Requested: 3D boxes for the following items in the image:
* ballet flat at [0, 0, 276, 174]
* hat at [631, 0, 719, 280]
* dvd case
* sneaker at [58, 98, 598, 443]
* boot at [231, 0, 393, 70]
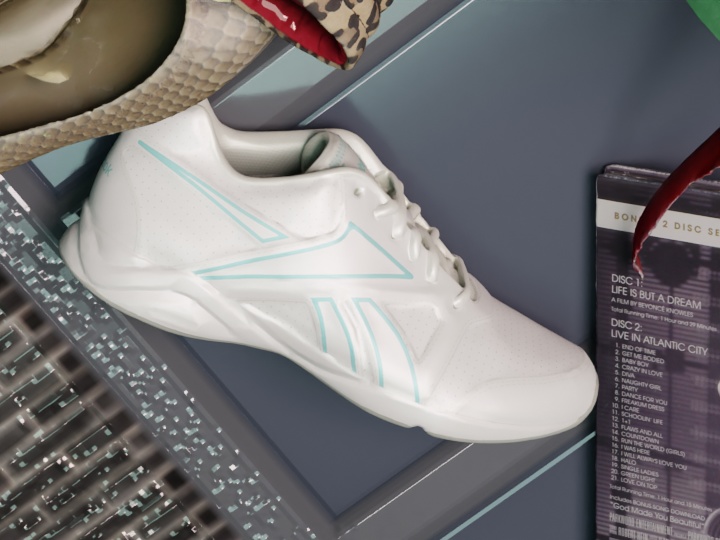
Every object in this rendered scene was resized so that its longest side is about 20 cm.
[{"bbox_3d":[-0.108,-0.071,0.763,0.199,0.046,0.068,-25,73,8],"label":"ballet flat"},{"bbox_3d":[0.157,-0.115,0.736,0.199,0.176,0.166,-23,87,0],"label":"hat"},{"bbox_3d":[0.153,0.068,0.824,0.148,0.016,0.201,11,115,31],"label":"dvd case"},{"bbox_3d":[0.000,0.000,0.801,0.200,0.070,0.080,22,106,-13],"label":"sneaker"},{"bbox_3d":[-0.026,-0.172,0.697,0.200,0.073,0.151,39,80,-30],"label":"boot"}]
